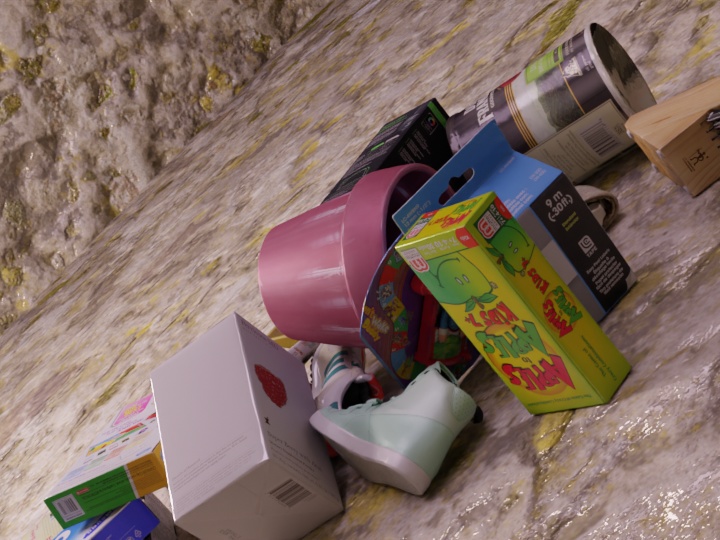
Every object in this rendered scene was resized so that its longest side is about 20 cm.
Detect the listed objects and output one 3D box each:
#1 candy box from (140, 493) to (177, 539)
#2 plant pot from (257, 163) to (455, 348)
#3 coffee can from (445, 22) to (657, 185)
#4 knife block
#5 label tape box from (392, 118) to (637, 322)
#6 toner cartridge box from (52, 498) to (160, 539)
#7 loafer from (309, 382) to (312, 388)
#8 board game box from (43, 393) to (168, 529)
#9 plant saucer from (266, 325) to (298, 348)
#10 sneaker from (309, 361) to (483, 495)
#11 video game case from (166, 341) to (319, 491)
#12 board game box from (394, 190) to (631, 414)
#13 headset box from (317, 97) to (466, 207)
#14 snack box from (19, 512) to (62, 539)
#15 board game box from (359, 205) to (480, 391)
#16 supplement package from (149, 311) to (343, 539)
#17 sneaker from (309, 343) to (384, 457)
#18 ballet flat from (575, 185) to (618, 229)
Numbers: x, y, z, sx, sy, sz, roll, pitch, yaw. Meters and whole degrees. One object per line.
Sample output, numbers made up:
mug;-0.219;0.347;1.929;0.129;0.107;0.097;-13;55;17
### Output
candy box;-0.266;0.320;1.778;0.136;0.061;0.200;-40;15;-1
plant pot;0.000;0.000;1.717;0.179;0.200;0.200;-9;30;30
coffee can;0.219;-0.164;1.849;0.200;0.146;0.146;-32;17;23
knife block;0.370;-0.159;1.637;0.175;0.064;0.200;-38;15;4
label tape box;0.144;-0.019;1.507;0.143;0.200;0.066;-44;22;-19
toner cartridge box;-0.305;0.309;1.703;0.200;0.043;0.095;-43;17;-16
loafer;-0.102;0.188;1.745;0.073;0.071;0.200;-23;22;46
board game box;-0.229;0.184;1.749;0.153;0.040;0.200;-25;14;27
plant saucer;-0.001;0.026;2.010;0.200;0.048;0.200;-48;17;-29
sneaker;0.036;0.139;1.551;0.118;0.074;0.200;-51;27;-15
video game case;-0.128;0.156;1.839;0.200;0.023;0.182;-47;-2;10
board game box;0.130;0.031;1.398;0.048;0.200;0.102;-49;18;-31
headset box;0.072;-0.074;1.887;0.093;0.174;0.200;-25;20;44
snack box;-0.359;0.330;2.011;0.116;0.037;0.200;-41;15;-5
board game box;0.084;0.040;1.561;0.039;0.200;0.158;24;71;42
supplement package;-0.115;0.165;1.611;0.120;0.121;0.200;-36;42;17
sneaker;-0.008;0.126;1.727;0.093;0.070;0.200;-23;24;29
ballet flat;0.188;-0.020;1.672;0.200;0.067;0.062;-46;26;-20
